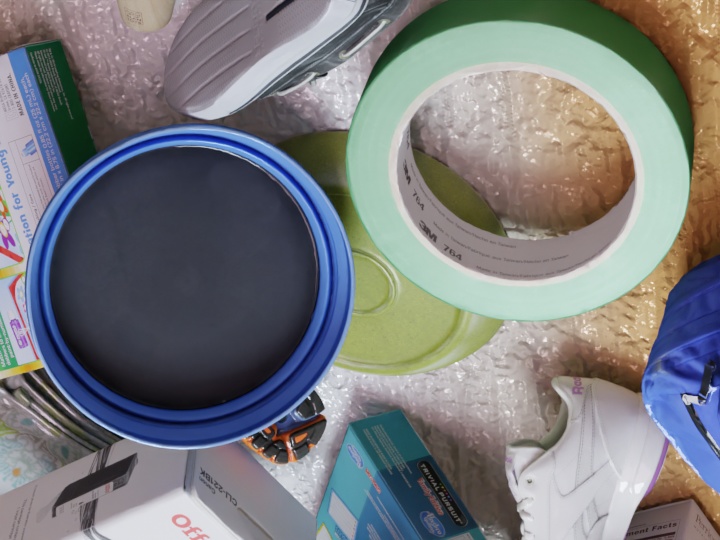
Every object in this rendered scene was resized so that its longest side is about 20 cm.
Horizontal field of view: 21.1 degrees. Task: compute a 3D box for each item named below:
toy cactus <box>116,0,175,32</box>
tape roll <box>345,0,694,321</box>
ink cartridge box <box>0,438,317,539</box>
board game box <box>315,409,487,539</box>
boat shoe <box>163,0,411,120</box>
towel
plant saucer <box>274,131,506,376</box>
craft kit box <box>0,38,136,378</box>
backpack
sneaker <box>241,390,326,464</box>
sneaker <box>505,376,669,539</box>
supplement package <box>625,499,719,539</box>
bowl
[{"bbox_3d":[-0.122,-0.197,1.099,0.200,0.102,0.165,9,142,2],"label":"toy cactus"},{"bbox_3d":[0.093,-0.065,1.130,0.200,0.048,0.201,6,123,9],"label":"tape roll"},{"bbox_3d":[-0.149,0.196,1.343,0.200,0.084,0.144,-25,126,25],"label":"ink cartridge box"},{"bbox_3d":[0.023,0.220,1.365,0.151,0.047,0.200,56,145,32],"label":"board game box"},{"bbox_3d":[-0.043,-0.131,1.127,0.071,0.072,0.200,8,164,-35],"label":"boat shoe"},{"bbox_3d":[-0.240,0.165,1.479,0.171,0.048,0.200,37,132,-11],"label":"towel"},{"bbox_3d":[0.000,0.000,1.255,0.200,0.031,0.200,11,133,12],"label":"plant saucer"},{"bbox_3d":[-0.248,-0.027,1.262,0.197,0.049,0.200,-15,96,28],"label":"craft kit box"},{"bbox_3d":[0.262,0.057,1.113,0.200,0.168,0.163,-21,113,38],"label":"backpack"},{"bbox_3d":[-0.108,0.051,1.308,0.200,0.075,0.078,56,159,-22],"label":"sneaker"},{"bbox_3d":[0.128,0.163,1.264,0.099,0.075,0.200,20,89,-4],"label":"sneaker"},{"bbox_3d":[0.207,0.280,1.362,0.156,0.111,0.200,-20,121,34],"label":"supplement package"},{"bbox_3d":[-0.105,0.008,1.184,0.200,0.039,0.201,-3,102,-12],"label":"bowl"}]
